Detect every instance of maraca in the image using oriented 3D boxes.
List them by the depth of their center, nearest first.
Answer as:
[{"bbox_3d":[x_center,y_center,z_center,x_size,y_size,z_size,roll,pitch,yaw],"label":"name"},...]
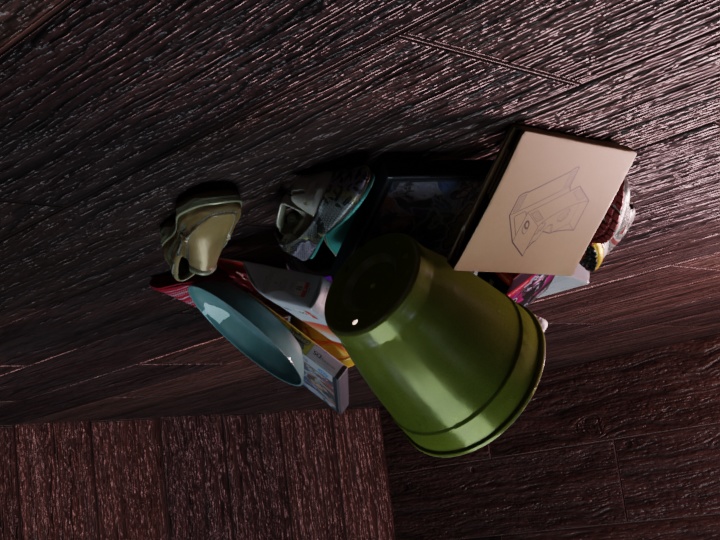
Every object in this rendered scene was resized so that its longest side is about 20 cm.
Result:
[{"bbox_3d":[-0.031,0.074,1.698,0.135,0.108,0.201,14,148,-7],"label":"maraca"}]

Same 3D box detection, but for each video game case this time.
[{"bbox_3d":[0.077,-0.051,1.317,0.178,0.026,0.201,-3,147,-23],"label":"video game case"},{"bbox_3d":[-0.094,0.122,1.692,0.026,0.180,0.200,-50,167,-16],"label":"video game case"}]

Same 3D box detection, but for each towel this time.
[{"bbox_3d":[-0.192,0.039,1.696,0.143,0.023,0.200,-7,159,26],"label":"towel"}]

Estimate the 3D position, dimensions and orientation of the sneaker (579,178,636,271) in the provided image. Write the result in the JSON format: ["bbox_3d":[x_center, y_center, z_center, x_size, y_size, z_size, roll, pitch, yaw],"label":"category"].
[{"bbox_3d":[0.301,-0.076,1.468,0.082,0.078,0.200,-43,165,-14],"label":"sneaker"}]

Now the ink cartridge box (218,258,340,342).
[{"bbox_3d":[-0.092,0.042,1.524,0.198,0.051,0.162,7,162,34],"label":"ink cartridge box"}]

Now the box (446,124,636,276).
[{"bbox_3d":[0.196,-0.069,1.261,0.198,0.021,0.165,2,121,-43],"label":"box"}]

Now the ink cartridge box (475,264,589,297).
[{"bbox_3d":[0.190,-0.011,1.616,0.198,0.051,0.161,22,153,-34],"label":"ink cartridge box"}]

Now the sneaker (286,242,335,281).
[{"bbox_3d":[0.000,-0.021,1.513,0.197,0.071,0.100,-8,167,0],"label":"sneaker"}]

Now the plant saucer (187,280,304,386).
[{"bbox_3d":[-0.144,0.076,1.574,0.036,0.199,0.200,-50,-179,-18],"label":"plant saucer"}]

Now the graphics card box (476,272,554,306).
[{"bbox_3d":[0.192,0.001,1.428,0.125,0.051,0.201,-37,165,-21],"label":"graphics card box"}]

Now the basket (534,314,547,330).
[{"bbox_3d":[0.178,0.132,1.983,0.160,0.199,0.200,37,165,0],"label":"basket"}]

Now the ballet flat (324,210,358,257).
[{"bbox_3d":[-0.002,-0.037,1.412,0.069,0.066,0.201,-3,144,11],"label":"ballet flat"}]

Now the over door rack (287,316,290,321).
[{"bbox_3d":[-0.024,0.093,2.029,0.146,0.068,0.199,-2,-171,-26],"label":"over door rack"}]

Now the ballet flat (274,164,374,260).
[{"bbox_3d":[-0.050,-0.066,1.264,0.071,0.073,0.200,-3,161,-23],"label":"ballet flat"}]

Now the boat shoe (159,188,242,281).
[{"bbox_3d":[-0.174,-0.033,1.316,0.071,0.077,0.200,-3,168,-20],"label":"boat shoe"}]

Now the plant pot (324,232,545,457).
[{"bbox_3d":[0.066,0.066,1.276,0.199,0.202,0.193,-16,135,38],"label":"plant pot"}]
